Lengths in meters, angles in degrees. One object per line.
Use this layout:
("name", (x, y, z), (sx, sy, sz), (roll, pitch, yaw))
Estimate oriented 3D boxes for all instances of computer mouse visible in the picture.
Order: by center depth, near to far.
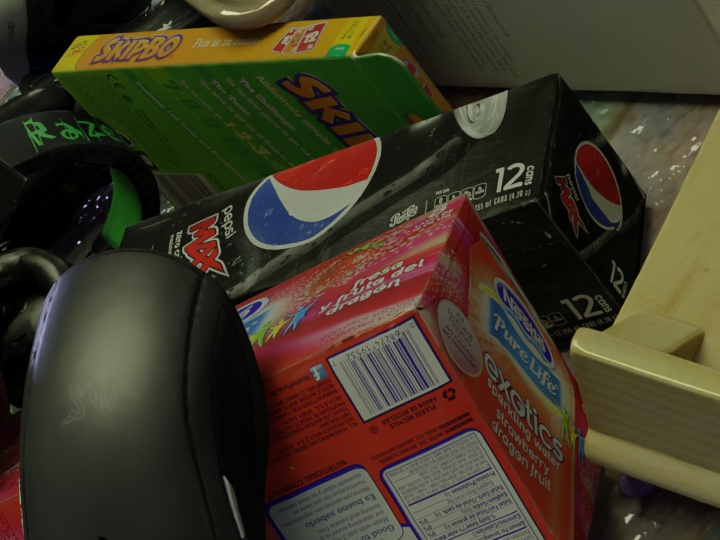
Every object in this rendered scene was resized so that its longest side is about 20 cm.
("computer mouse", (-0.035, 0.097, 0.593), (0.140, 0.201, 0.046), (3, 12, 20))

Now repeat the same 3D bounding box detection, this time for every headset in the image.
("headset", (-0.165, 0.015, 0.863), (0.094, 0.123, 0.200), (43, 111, 30))

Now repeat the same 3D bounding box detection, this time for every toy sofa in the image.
("toy sofa", (0.144, -0.016, 0.649), (0.083, 0.098, 0.200), (18, 63, 24))

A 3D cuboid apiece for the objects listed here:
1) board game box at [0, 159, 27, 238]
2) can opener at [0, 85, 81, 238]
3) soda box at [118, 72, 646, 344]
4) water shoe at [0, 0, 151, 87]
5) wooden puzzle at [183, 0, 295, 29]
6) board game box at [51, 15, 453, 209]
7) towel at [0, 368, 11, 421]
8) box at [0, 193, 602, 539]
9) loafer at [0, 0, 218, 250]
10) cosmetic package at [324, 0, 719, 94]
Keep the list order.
("board game box", (-0.196, 0.056, 0.721), (0.200, 0.028, 0.135), (-41, 22, 33))
("can opener", (-0.191, -0.012, 0.914), (0.200, 0.079, 0.063), (-44, 57, 24))
("soda box", (0.000, 0.000, 0.761), (0.200, 0.071, 0.063), (-18, 41, 31))
("water shoe", (-0.136, -0.126, 1.005), (0.079, 0.072, 0.200), (-3, 3, -2))
("wooden puzzle", (-0.011, -0.189, 0.858), (0.200, 0.046, 0.185), (-46, 20, 0))
("board game box", (-0.029, -0.057, 0.829), (0.200, 0.096, 0.030), (6, 56, 47))
("towel", (-0.148, 0.120, 0.710), (0.022, 0.147, 0.200), (3, 41, 9))
("box", (-0.032, 0.071, 0.672), (0.200, 0.100, 0.096), (-26, 15, 22))
("loafer", (-0.131, -0.071, 0.959), (0.200, 0.068, 0.070), (-39, 54, 11))
("cosmetic package", (0.084, -0.134, 0.815), (0.200, 0.081, 0.113), (4, 52, 48))
